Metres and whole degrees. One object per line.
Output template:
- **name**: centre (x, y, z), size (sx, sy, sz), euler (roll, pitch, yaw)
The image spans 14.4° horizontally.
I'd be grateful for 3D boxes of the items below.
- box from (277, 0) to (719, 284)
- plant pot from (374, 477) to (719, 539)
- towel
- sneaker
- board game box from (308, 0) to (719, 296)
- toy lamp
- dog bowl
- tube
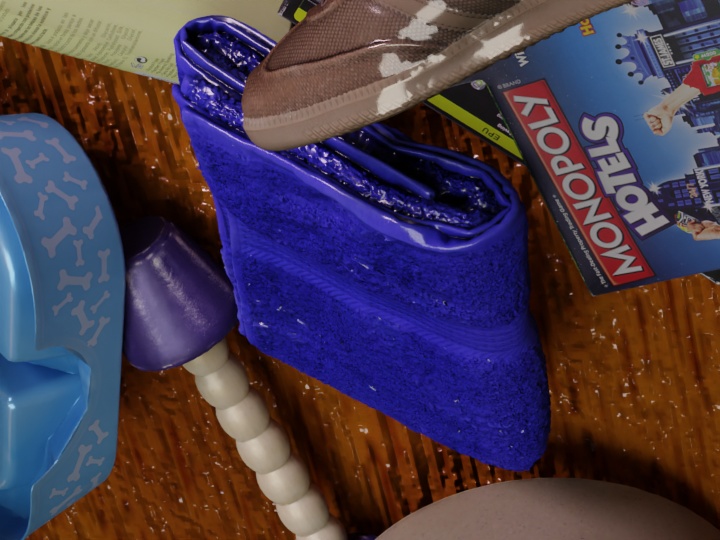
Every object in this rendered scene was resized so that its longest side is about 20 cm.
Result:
- **box**: centre (0.100, -0.113, 1.007), size (0.200, 0.048, 0.193), euler (30, 133, -6)
- **plant pot**: centre (0.079, 0.220, 1.146), size (0.187, 0.200, 0.188), euler (0, 132, 0)
- **towel**: centre (0.000, 0.000, 1.059), size (0.148, 0.050, 0.200), euler (32, 161, 22)
- **sneaker**: centre (0.036, -0.104, 0.895), size (0.200, 0.070, 0.076), euler (-23, 97, 29)
- **board game box**: centre (0.089, -0.094, 0.955), size (0.200, 0.062, 0.200), euler (-12, 122, 28)
- **toy lamp**: centre (-0.048, 0.064, 1.193), size (0.058, 0.058, 0.200), euler (-14, 120, 28)
- **dog bowl**: centre (-0.141, 0.021, 1.166), size (0.111, 0.050, 0.200), euler (45, 143, 37)
- **tube**: centre (-0.124, -0.107, 1.039), size (0.200, 0.052, 0.058), euler (11, 129, -20)
